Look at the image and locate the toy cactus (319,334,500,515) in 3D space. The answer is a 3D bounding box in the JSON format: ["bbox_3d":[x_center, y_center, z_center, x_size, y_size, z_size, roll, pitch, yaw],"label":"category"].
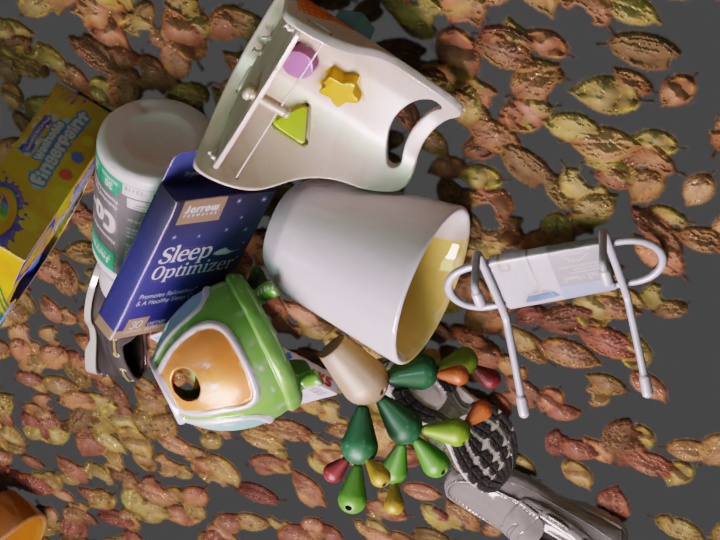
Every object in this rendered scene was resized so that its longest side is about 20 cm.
[{"bbox_3d":[0.026,0.125,1.594,0.165,0.200,0.102,48,169,-16],"label":"toy cactus"}]

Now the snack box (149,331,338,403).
[{"bbox_3d":[-0.114,0.088,1.726,0.072,0.024,0.200,-17,145,40],"label":"snack box"}]

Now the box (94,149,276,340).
[{"bbox_3d":[-0.152,-0.025,1.544,0.032,0.121,0.200,47,126,28],"label":"box"}]

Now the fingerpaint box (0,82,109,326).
[{"bbox_3d":[-0.318,-0.049,1.609,0.073,0.200,0.167,30,139,-5],"label":"fingerpaint box"}]

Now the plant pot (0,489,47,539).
[{"bbox_3d":[-0.524,0.324,2.131,0.183,0.200,0.200,39,141,10],"label":"plant pot"}]

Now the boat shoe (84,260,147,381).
[{"bbox_3d":[-0.248,0.047,1.776,0.060,0.072,0.201,18,146,4],"label":"boat shoe"}]

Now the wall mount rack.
[{"bbox_3d":[0.178,0.043,1.516,0.200,0.075,0.174,-10,137,17],"label":"wall mount rack"}]

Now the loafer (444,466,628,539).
[{"bbox_3d":[0.177,0.259,1.769,0.200,0.070,0.070,21,139,7],"label":"loafer"}]

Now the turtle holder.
[{"bbox_3d":[-0.125,0.073,1.569,0.132,0.186,0.141,-27,120,-6],"label":"turtle holder"}]

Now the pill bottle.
[{"bbox_3d":[-0.194,-0.054,1.605,0.113,0.113,0.200,20,138,7],"label":"pill bottle"}]

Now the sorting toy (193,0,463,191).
[{"bbox_3d":[-0.015,-0.140,1.443,0.180,0.107,0.200,25,137,-13],"label":"sorting toy"}]

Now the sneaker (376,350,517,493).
[{"bbox_3d":[0.082,0.144,1.721,0.200,0.077,0.089,48,166,-25],"label":"sneaker"}]

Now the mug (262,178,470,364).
[{"bbox_3d":[-0.003,0.001,1.546,0.153,0.149,0.187,22,133,17],"label":"mug"}]
